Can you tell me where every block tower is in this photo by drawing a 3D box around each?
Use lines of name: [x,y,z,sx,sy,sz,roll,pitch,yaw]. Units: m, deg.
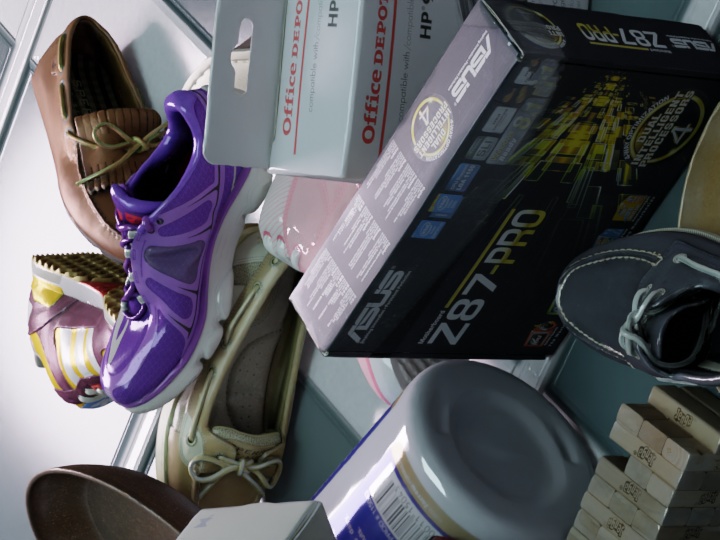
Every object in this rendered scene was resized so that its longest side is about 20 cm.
block tower: [0.132,0.157,1.223,0.058,0.054,0.201,38,116,46]

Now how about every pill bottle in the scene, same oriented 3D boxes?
pill bottle: [0.025,0.153,1.304,0.200,0.119,0.120,-51,51,36]

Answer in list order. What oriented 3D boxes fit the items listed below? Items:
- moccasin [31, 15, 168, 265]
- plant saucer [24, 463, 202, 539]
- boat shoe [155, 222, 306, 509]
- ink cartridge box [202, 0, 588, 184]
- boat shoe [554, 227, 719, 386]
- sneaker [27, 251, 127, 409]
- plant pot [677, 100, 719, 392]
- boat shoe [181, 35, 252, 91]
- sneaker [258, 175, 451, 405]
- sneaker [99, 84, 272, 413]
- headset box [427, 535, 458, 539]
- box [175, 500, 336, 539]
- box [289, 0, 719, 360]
moccasin: [-0.157,-0.083,1.591,0.078,0.073,0.202,-61,35,39]
plant saucer: [-0.115,0.183,1.471,0.200,0.037,0.201,30,147,22]
boat shoe: [-0.069,0.075,1.465,0.063,0.073,0.202,18,94,54]
ink cartridge box: [0.021,-0.100,1.264,0.068,0.199,0.117,8,93,51]
boat shoe: [0.153,0.018,1.158,0.199,0.062,0.073,12,97,51]
sneaker: [-0.153,0.053,1.576,0.200,0.074,0.091,30,119,54]
plant pot: [0.228,-0.014,1.140,0.199,0.027,0.202,-6,82,51]
boat shoe: [-0.035,-0.121,1.446,0.200,0.059,0.072,-32,94,46]
sneaker: [0.000,0.000,1.380,0.104,0.075,0.202,-31,56,40]
sneaker: [-0.119,-0.016,1.433,0.080,0.083,0.202,31,106,49]
headset box: [0.088,0.222,1.172,0.198,0.075,0.150,13,105,17]
box: [-0.031,0.219,1.251,0.082,0.068,0.201,-9,115,32]
box: [0.077,-0.041,1.222,0.201,0.160,0.049,-56,48,30]
